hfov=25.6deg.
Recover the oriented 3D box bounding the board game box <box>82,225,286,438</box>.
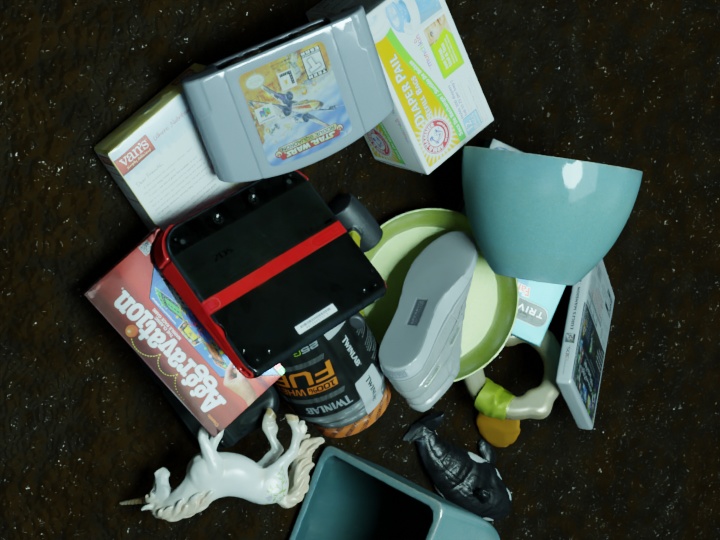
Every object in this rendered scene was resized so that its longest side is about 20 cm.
[{"bbox_3d":[-0.178,0.063,1.609,0.103,0.019,0.200,-42,103,-7],"label":"board game box"}]

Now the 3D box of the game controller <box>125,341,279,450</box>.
[{"bbox_3d":[-0.166,0.106,1.686,0.104,0.042,0.200,-35,123,-7],"label":"game controller"}]

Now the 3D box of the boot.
[{"bbox_3d":[0.085,0.058,1.771,0.201,0.073,0.096,-60,144,-26],"label":"boot"}]

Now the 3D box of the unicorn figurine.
[{"bbox_3d":[-0.142,0.207,1.671,0.199,0.074,0.138,14,89,-7],"label":"unicorn figurine"}]

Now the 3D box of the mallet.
[{"bbox_3d":[0.000,0.000,1.710,0.041,0.201,0.066,-30,129,20],"label":"mallet"}]

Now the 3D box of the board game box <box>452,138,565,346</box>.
[{"bbox_3d":[0.180,-0.033,1.864,0.150,0.047,0.201,23,88,-6],"label":"board game box"}]

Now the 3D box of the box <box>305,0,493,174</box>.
[{"bbox_3d":[0.045,-0.220,1.719,0.112,0.101,0.201,-40,123,-21],"label":"box"}]

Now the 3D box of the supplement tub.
[{"bbox_3d":[-0.050,0.080,1.723,0.123,0.122,0.200,-43,124,-19],"label":"supplement tub"}]

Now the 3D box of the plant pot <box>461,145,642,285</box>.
[{"bbox_3d":[0.202,-0.057,1.745,0.199,0.200,0.136,6,94,-37],"label":"plant pot"}]

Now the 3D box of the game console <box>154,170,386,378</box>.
[{"bbox_3d":[-0.092,-0.003,1.602,0.200,0.031,0.177,-32,82,-34],"label":"game console"}]

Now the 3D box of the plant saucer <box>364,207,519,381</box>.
[{"bbox_3d":[0.081,0.029,1.815,0.199,0.031,0.201,0,89,-5],"label":"plant saucer"}]

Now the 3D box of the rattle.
[{"bbox_3d":[0.194,0.100,1.955,0.143,0.130,0.201,48,38,-58],"label":"rattle"}]

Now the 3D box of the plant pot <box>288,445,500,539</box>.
[{"bbox_3d":[0.052,0.340,1.838,0.200,0.195,0.197,20,91,-47],"label":"plant pot"}]

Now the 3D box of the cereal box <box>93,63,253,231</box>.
[{"bbox_3d":[-0.167,-0.093,1.638,0.144,0.039,0.200,-42,124,-19],"label":"cereal box"}]

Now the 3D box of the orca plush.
[{"bbox_3d":[0.139,0.250,1.946,0.105,0.071,0.201,-40,123,-21],"label":"orca plush"}]

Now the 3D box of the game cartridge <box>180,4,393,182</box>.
[{"bbox_3d":[-0.069,-0.172,1.603,0.199,0.042,0.134,-25,114,-8],"label":"game cartridge"}]

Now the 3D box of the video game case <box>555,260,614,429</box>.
[{"bbox_3d":[0.277,0.081,1.940,0.200,0.023,0.183,55,44,-64],"label":"video game case"}]
